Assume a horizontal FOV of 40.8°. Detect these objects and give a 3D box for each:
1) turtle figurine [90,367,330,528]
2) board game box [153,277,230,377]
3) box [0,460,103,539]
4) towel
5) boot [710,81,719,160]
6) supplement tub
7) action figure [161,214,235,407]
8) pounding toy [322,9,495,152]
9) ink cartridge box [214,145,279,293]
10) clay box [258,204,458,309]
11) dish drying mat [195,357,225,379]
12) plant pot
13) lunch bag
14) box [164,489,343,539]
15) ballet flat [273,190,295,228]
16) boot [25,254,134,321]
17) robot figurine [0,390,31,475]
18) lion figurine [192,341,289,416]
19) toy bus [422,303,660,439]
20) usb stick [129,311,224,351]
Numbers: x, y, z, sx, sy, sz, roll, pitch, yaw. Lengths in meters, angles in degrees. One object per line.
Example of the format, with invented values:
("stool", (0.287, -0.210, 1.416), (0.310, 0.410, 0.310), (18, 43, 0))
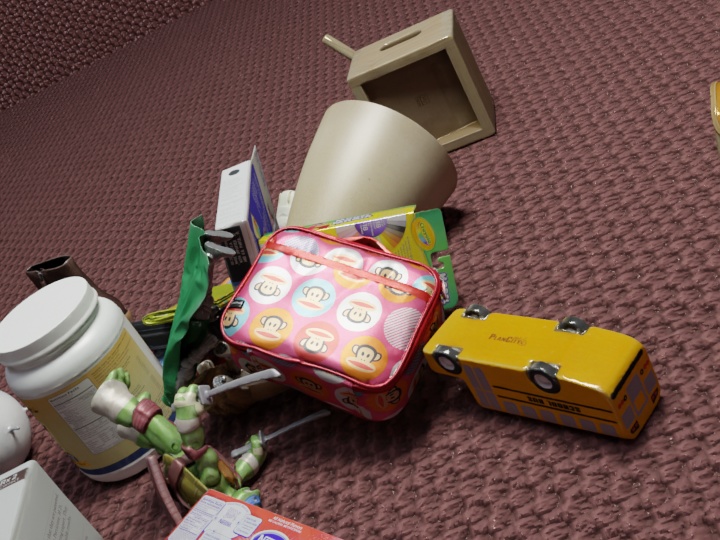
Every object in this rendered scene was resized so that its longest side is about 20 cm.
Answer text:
("turtle figurine", (-0.147, 0.147, 0.940), (0.193, 0.201, 0.144), (24, 11, 24))
("board game box", (-0.183, 0.067, 1.222), (0.103, 0.020, 0.200), (-5, 31, 36))
("box", (-0.366, 0.318, 0.902), (0.198, 0.131, 0.200), (-27, 29, 7))
("towel", (-0.184, 0.033, 1.160), (0.086, 0.018, 0.200), (-10, 6, 12))
("boot", (0.433, -0.141, 0.970), (0.143, 0.071, 0.202), (-12, 37, 19))
("supplement tub", (-0.301, 0.121, 1.082), (0.144, 0.200, 0.145), (-23, 29, 13))
("action figure", (-0.173, 0.057, 1.001), (0.054, 0.201, 0.118), (13, 23, -14))
("pounding toy", (0.064, -0.265, 1.371), (0.199, 0.184, 0.142), (-19, 30, 19))
("ink cartridge box", (-0.120, -0.017, 1.138), (0.043, 0.199, 0.200), (-11, 30, 5))
("clay box", (0.000, 0.000, 1.050), (0.199, 0.115, 0.048), (-10, 13, 7))
("dish drying mat", (-0.208, 0.114, 1.197), (0.199, 0.018, 0.077), (-2, 36, 43))
("plant pot", (-0.009, -0.065, 1.160), (0.187, 0.187, 0.200), (4, 57, 46))
("lunch bag", (-0.019, 0.039, 0.952), (0.199, 0.082, 0.177), (17, 59, 20))
("box", (-0.072, 0.258, 0.761), (0.200, 0.096, 0.100), (4, 44, 46))
("ballet flat", (-0.070, -0.098, 1.348), (0.069, 0.071, 0.200), (5, 45, 46))
("boot", (-0.384, 0.055, 1.290), (0.200, 0.167, 0.072), (-12, 33, 44))
("robot figurine", (-0.493, 0.217, 1.197), (0.199, 0.113, 0.170), (-25, 30, 9))
("lion figurine", (-0.093, 0.108, 1.042), (0.199, 0.123, 0.073), (-10, 64, 5))
("toy bus", (0.152, 0.085, 0.846), (0.200, 0.078, 0.065), (6, 46, 47))
("usb stick", (-0.239, 0.077, 1.166), (0.199, 0.055, 0.033), (-10, 56, 30))
